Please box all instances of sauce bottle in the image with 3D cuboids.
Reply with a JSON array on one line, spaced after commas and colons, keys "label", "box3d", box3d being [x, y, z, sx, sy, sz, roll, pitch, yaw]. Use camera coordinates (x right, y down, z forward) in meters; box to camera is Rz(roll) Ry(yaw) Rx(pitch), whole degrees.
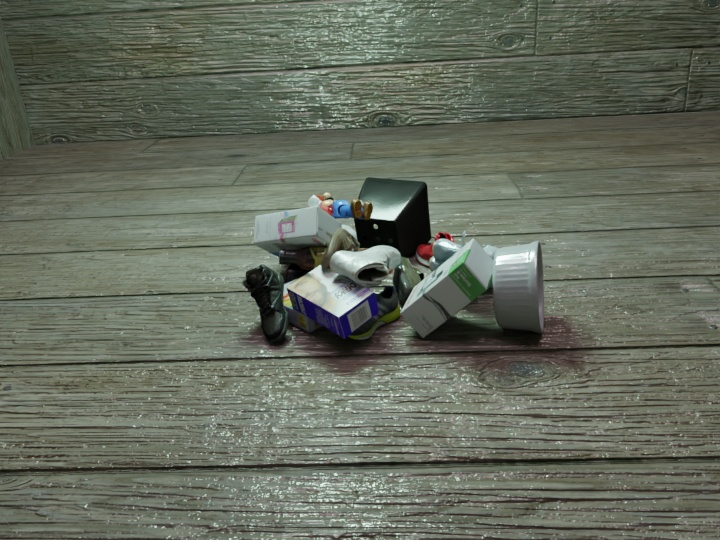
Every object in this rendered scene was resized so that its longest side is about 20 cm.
[{"label": "sauce bottle", "box3d": [-0.115, -0.031, 1.617, 0.197, 0.067, 0.066, 3, 24, -9]}]

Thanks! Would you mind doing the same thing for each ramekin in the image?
[{"label": "ramekin", "box3d": [0.355, 0.038, 1.372, 0.096, 0.203, 0.201, -1, 24, 21]}]

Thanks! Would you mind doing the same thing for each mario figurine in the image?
[{"label": "mario figurine", "box3d": [-0.065, -0.185, 1.703, 0.198, 0.124, 0.107, 3, 54, 38]}]

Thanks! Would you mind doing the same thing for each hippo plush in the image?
[{"label": "hippo plush", "box3d": [0.279, -0.026, 1.543, 0.159, 0.202, 0.160, -11, 46, -35]}]

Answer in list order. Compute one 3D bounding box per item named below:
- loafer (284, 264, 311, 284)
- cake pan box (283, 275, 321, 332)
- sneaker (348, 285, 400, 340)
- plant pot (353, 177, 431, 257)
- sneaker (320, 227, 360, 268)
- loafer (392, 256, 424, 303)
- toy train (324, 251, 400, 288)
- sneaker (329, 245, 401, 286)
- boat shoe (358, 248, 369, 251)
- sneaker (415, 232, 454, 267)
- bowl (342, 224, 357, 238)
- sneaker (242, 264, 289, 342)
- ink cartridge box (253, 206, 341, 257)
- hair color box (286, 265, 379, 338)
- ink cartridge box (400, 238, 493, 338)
[{"label": "loafer", "box3d": [-0.160, -0.007, 1.688, 0.071, 0.064, 0.200, 1, 24, 12]}, {"label": "cake pan box", "box3d": [-0.114, 0.071, 1.533, 0.199, 0.053, 0.183, -23, 34, -38]}, {"label": "sneaker", "box3d": [0.018, 0.095, 1.424, 0.073, 0.082, 0.199, 15, 31, 36]}, {"label": "plant pot", "box3d": [0.081, -0.138, 1.806, 0.197, 0.202, 0.178, 9, 38, 25]}, {"label": "sneaker", "box3d": [-0.042, -0.051, 1.498, 0.075, 0.071, 0.200, 25, 25, -3]}, {"label": "loafer", "box3d": [0.126, 0.026, 1.586, 0.069, 0.076, 0.201, 6, 29, -8]}, {"label": "toy train", "box3d": [0.000, 0.000, 1.551, 0.197, 0.056, 0.151, 6, 29, 7]}, {"label": "sneaker", "box3d": [0.040, -0.004, 1.407, 0.198, 0.075, 0.115, -8, 25, -38]}, {"label": "boat shoe", "box3d": [-0.028, -0.018, 1.693, 0.197, 0.073, 0.065, -6, -8, -7]}, {"label": "sneaker", "box3d": [0.216, -0.064, 1.699, 0.077, 0.117, 0.200, -15, 27, -23]}, {"label": "bowl", "box3d": [-0.113, -0.099, 1.815, 0.198, 0.076, 0.199, 11, 12, 31]}, {"label": "sneaker", "box3d": [-0.224, 0.068, 1.423, 0.076, 0.114, 0.201, -25, 51, 20]}, {"label": "ink cartridge box", "box3d": [-0.165, -0.099, 1.656, 0.197, 0.086, 0.144, -5, -16, 25]}, {"label": "hair color box", "box3d": [-0.065, 0.066, 1.384, 0.109, 0.066, 0.199, -34, 36, -28]}, {"label": "ink cartridge box", "box3d": [0.197, 0.041, 1.380, 0.200, 0.084, 0.146, -42, 5, 30]}]
